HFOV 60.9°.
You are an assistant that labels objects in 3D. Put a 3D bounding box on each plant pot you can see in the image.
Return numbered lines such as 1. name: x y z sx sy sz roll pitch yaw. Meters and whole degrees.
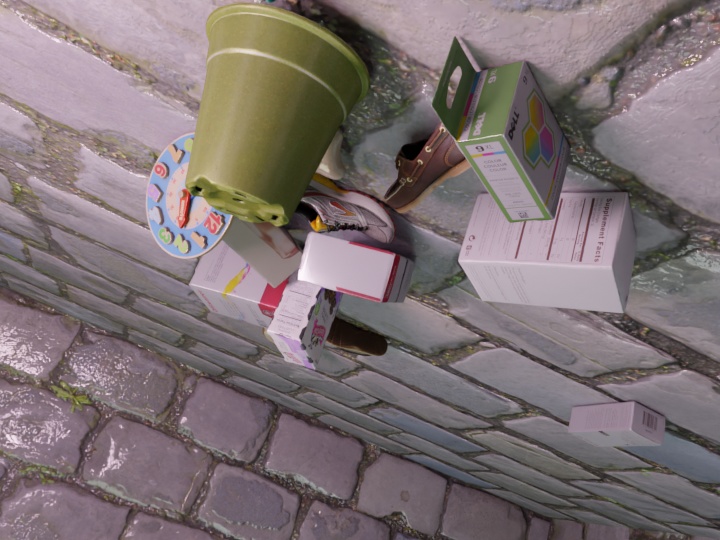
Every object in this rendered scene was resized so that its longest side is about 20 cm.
1. plant pot: -0.110 -0.158 0.700 0.200 0.190 0.200 16 170 3

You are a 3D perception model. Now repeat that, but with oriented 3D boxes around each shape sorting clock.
1. shape sorting clock: -0.269 -0.118 0.961 0.200 0.201 0.039 7 -178 27

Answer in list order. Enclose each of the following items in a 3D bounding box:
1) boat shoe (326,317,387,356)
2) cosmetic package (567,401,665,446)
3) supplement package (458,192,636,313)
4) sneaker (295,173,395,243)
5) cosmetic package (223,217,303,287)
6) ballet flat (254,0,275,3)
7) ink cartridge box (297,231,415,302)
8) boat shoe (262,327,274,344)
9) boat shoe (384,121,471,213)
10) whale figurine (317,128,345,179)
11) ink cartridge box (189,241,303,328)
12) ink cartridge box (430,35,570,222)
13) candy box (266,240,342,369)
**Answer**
1. boat shoe: -0.034 0.174 1.528 0.200 0.073 0.065 23 151 -6
2. cosmetic package: 0.598 0.365 1.440 0.102 0.074 0.200 27 154 -14
3. supplement package: 0.255 -0.026 0.828 0.200 0.118 0.117 4 151 32
4. sneaker: -0.039 -0.086 0.975 0.200 0.082 0.078 23 156 -8
5. cosmetic package: -0.189 -0.072 1.071 0.103 0.087 0.200 49 179 40
6. ballet flat: -0.080 -0.321 0.540 0.072 0.072 0.200 26 155 -13
7. ink cartridge box: 0.000 0.000 1.033 0.145 0.084 0.200 14 180 15
8. boat shoe: -0.182 0.201 1.684 0.065 0.073 0.200 -3 147 47
9. boat shoe: 0.082 -0.141 0.787 0.070 0.071 0.200 32 147 -15
10. whale figurine: -0.121 -0.169 0.866 0.199 0.104 0.159 -3 120 2
11. ink cartridge box: -0.218 0.022 1.263 0.200 0.145 0.145 14 156 12
12. ink cartridge box: 0.158 -0.150 0.659 0.059 0.104 0.200 -2 147 40
13. candy box: -0.099 0.071 1.208 0.071 0.200 0.168 14 156 13
